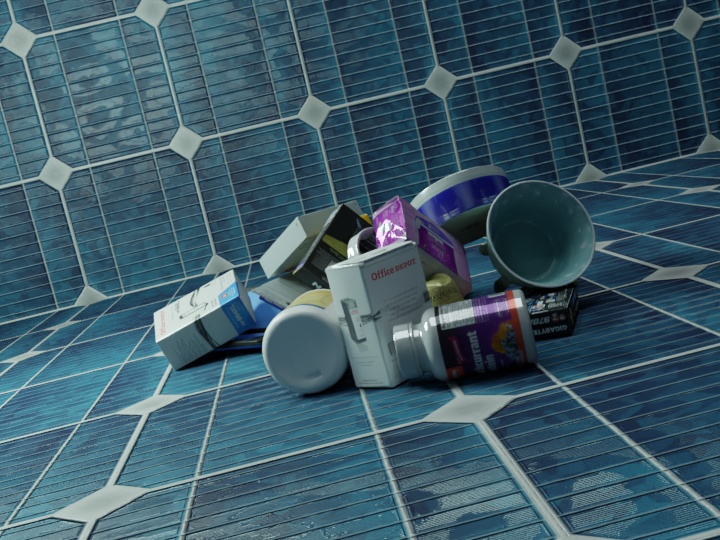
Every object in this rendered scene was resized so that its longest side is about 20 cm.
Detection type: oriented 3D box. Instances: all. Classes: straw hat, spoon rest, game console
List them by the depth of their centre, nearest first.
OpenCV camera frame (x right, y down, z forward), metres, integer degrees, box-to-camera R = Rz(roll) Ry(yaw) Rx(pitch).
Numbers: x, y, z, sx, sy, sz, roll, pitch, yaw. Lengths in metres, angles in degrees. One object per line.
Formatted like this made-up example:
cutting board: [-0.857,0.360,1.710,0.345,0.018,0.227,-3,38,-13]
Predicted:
straw hat: [0.132,0.052,1.678,0.201,0.085,0.201,-23,5,2]
spoon rest: [0.021,0.020,1.703,0.060,0.201,0.099,2,-28,-42]
game console: [-0.236,0.098,2.082,0.200,0.119,0.170,-8,3,37]

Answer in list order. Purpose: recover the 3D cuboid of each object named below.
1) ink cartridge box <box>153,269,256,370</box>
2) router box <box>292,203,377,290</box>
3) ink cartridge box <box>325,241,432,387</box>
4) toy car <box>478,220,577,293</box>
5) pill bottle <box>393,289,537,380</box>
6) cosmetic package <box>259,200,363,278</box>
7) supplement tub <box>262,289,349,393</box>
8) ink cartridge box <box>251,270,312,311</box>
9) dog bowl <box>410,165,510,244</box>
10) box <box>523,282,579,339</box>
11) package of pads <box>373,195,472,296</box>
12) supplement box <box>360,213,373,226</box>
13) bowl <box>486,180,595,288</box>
ink cartridge box: [-0.330,0.103,2.055,0.200,0.084,0.146,-29,26,-1]
router box: [0.000,0.000,1.776,0.157,0.200,0.052,-58,11,-28]
ink cartridge box: [0.040,0.068,1.540,0.085,0.201,0.145,-6,10,42]
toy car: [0.301,-0.018,1.916,0.157,0.165,0.200,-18,-1,-30]
pill bottle: [0.154,0.101,1.442,0.199,0.112,0.111,-13,8,8]
cosmetic package: [-0.100,-0.062,1.986,0.150,0.052,0.200,-17,-16,-35]
supplement tub: [-0.072,0.112,1.628,0.144,0.145,0.200,-12,8,13]
ink cartridge box: [-0.099,0.075,1.957,0.196,0.043,0.200,27,22,16]
dog bowl: [0.197,-0.117,1.862,0.200,0.079,0.200,-19,-17,-6]
box: [0.284,0.074,1.652,0.158,0.046,0.200,-11,8,17]
package of pads: [0.113,-0.033,1.742,0.076,0.200,0.121,-35,41,26]
supplement box: [0.010,0.008,1.892,0.109,0.200,0.109,-26,-7,0]
bowl: [0.307,-0.050,1.742,0.200,0.201,0.105,-16,-14,-16]
